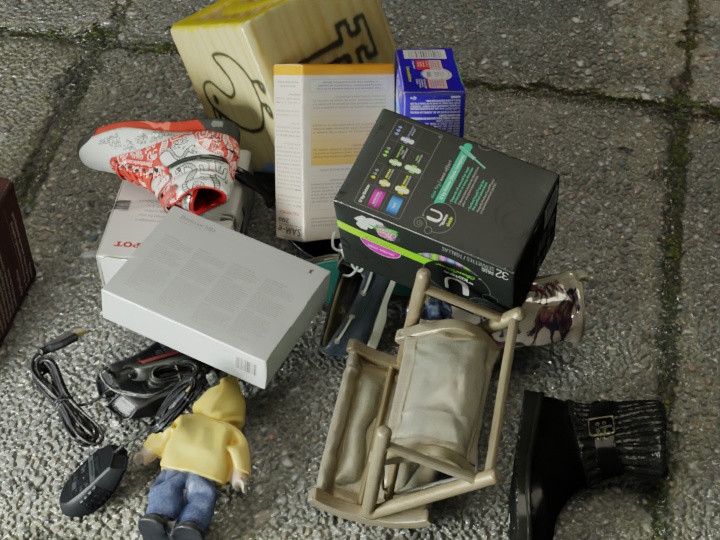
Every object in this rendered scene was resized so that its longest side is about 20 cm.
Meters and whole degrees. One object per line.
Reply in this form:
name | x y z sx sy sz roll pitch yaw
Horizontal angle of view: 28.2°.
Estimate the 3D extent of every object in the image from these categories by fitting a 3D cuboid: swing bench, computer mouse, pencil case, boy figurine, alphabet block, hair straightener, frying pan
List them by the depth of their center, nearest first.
swing bench | 0.056 0.139 1.452 0.130 0.200 0.199 23 56 -13
computer mouse | -0.231 0.184 1.468 0.200 0.034 0.059 -42 25 9
boy figurine | -0.172 0.195 1.491 0.124 0.064 0.200 8 47 9
hair straightener | -0.178 0.096 1.522 0.200 0.041 0.077 -10 20 -26
pencil case | 0.149 0.042 1.558 0.200 0.090 0.078 -4 33 6
computer mouse | -0.260 0.111 1.565 0.200 0.046 0.140 -29 64 -33
frying pan | -0.082 -0.060 1.700 0.190 0.031 0.115 11 51 -24
alphabet block | -0.081 -0.250 1.759 0.196 0.200 0.195 -34 24 -28

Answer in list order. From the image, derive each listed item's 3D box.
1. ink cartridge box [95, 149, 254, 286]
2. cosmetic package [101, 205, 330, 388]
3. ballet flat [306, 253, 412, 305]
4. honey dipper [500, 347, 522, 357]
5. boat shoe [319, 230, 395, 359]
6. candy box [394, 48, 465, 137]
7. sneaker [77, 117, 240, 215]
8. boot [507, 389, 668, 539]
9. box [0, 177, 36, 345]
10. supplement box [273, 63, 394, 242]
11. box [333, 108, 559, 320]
ink cartridge box | -0.215 -0.053 1.704 0.147 0.083 0.200 6 48 6
cosmetic package | -0.154 0.025 1.543 0.200 0.052 0.151 23 50 14
ballet flat | 0.026 0.006 1.672 0.200 0.068 0.064 0 20 0
honey dipper | 0.133 0.111 1.584 0.038 0.038 0.200 28 57 24
boat shoe | 0.000 0.000 1.596 0.062 0.200 0.075 13 5 -30
candy box | 0.078 -0.139 1.668 0.077 0.200 0.169 0 25 -2
sneaker | -0.239 -0.113 1.657 0.201 0.067 0.108 -4 61 11
boot | 0.235 0.207 1.461 0.158 0.080 0.211 7 48 8
box | -0.484 0.008 1.597 0.164 0.166 0.200 10 48 8
supplement box | -0.030 -0.138 1.650 0.126 0.200 0.073 -5 9 -31
box | 0.090 -0.053 1.484 0.200 0.149 0.124 22 69 14
